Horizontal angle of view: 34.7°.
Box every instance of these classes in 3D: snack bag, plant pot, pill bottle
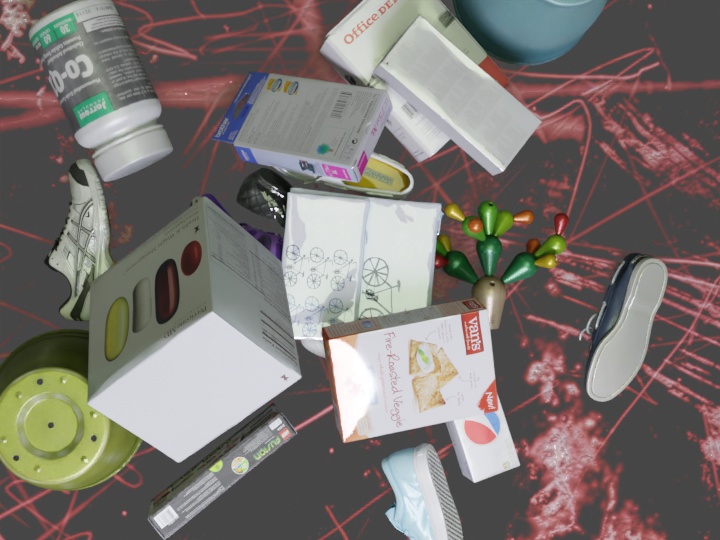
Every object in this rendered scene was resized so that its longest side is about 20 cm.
[{"bbox_3d":[0.000,0.000,1.426,0.199,0.021,0.190,6,85,-6],"label":"snack bag"},{"bbox_3d":[-0.351,0.173,1.349,0.199,0.193,0.202,0,89,-8],"label":"plant pot"},{"bbox_3d":[-0.311,-0.219,1.403,0.113,0.113,0.201,-26,92,-8],"label":"pill bottle"},{"bbox_3d":[0.233,-0.376,1.450,0.199,0.188,0.201,0,89,-9],"label":"plant pot"}]

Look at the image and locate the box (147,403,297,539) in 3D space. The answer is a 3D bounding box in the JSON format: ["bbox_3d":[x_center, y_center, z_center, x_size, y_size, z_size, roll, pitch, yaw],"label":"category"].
[{"bbox_3d":[-0.170,0.242,1.416,0.200,0.110,0.035,-38,94,-7],"label":"box"}]

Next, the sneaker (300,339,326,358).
[{"bbox_3d":[0.020,0.112,1.468,0.199,0.072,0.073,33,81,-9],"label":"sneaker"}]

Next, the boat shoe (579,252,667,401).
[{"bbox_3d":[0.338,0.072,1.517,0.074,0.062,0.201,15,96,-24],"label":"boat shoe"}]

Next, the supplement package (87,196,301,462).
[{"bbox_3d":[-0.194,0.066,1.313,0.191,0.201,0.147,-36,128,17],"label":"supplement package"}]

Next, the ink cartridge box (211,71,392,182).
[{"bbox_3d":[-0.072,-0.181,1.427,0.199,0.042,0.120,13,64,22],"label":"ink cartridge box"}]

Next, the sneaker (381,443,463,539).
[{"bbox_3d":[0.078,0.320,1.482,0.081,0.074,0.201,-12,96,21],"label":"sneaker"}]

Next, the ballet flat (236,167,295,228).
[{"bbox_3d":[-0.069,-0.054,1.473,0.200,0.067,0.057,40,121,-4],"label":"ballet flat"}]

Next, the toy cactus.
[{"bbox_3d":[0.173,-0.006,1.489,0.199,0.102,0.166,-2,99,-17],"label":"toy cactus"}]

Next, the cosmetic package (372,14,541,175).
[{"bbox_3d":[0.118,-0.213,1.414,0.200,0.051,0.083,40,80,-7],"label":"cosmetic package"}]

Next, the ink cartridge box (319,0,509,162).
[{"bbox_3d":[0.066,-0.262,1.475,0.147,0.083,0.200,-43,95,-7],"label":"ink cartridge box"}]

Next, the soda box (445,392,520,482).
[{"bbox_3d":[0.139,0.165,1.487,0.068,0.064,0.201,-18,92,-8],"label":"soda box"}]

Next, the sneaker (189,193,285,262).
[{"bbox_3d":[-0.134,-0.026,1.456,0.200,0.081,0.084,46,69,-15],"label":"sneaker"}]

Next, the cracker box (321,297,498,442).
[{"bbox_3d":[0.061,0.120,1.400,0.199,0.058,0.135,-11,106,-9],"label":"cracker box"}]

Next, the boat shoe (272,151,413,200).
[{"bbox_3d":[-0.026,-0.134,1.457,0.201,0.086,0.075,21,86,-7],"label":"boat shoe"}]

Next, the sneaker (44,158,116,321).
[{"bbox_3d":[-0.347,-0.035,1.413,0.087,0.076,0.201,-9,90,-9],"label":"sneaker"}]
